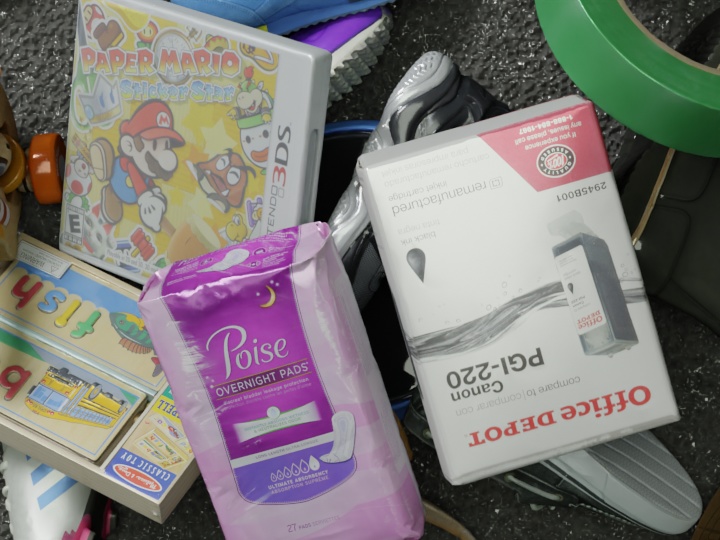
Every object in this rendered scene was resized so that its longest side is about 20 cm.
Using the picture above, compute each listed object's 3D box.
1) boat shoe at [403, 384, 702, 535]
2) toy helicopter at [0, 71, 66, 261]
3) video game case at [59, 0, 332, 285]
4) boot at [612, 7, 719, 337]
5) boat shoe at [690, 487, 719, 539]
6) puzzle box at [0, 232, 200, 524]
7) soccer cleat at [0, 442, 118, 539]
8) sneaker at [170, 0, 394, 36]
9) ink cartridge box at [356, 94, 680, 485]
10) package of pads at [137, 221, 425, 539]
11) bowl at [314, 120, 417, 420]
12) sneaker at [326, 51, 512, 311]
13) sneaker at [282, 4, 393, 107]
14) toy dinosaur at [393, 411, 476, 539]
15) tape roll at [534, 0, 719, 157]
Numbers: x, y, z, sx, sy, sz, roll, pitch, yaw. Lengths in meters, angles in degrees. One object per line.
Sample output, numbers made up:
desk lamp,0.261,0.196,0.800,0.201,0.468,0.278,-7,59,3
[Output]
boat shoe,0.120,0.116,1.528,0.200,0.072,0.071,31,124,-4
toy helicopter,-0.242,-0.043,1.512,0.079,0.132,0.200,-4,49,7
video game case,-0.108,-0.071,1.506,0.200,0.023,0.182,20,112,35
boot,0.235,-0.057,1.532,0.138,0.077,0.200,34,80,-13
boat shoe,0.243,0.226,1.513,0.073,0.063,0.200,7,84,31
puzzle box,-0.174,0.065,1.528,0.200,0.025,0.133,24,57,18
soccer cleat,-0.202,0.149,1.565,0.086,0.070,0.200,14,83,16
sneaker,-0.028,-0.205,1.530,0.200,0.066,0.078,-20,127,-15
ink cartridge box,0.093,0.011,1.430,0.146,0.085,0.200,-16,98,0
package of pads,-0.045,0.081,1.442,0.120,0.076,0.200,-16,105,9
bowl,0.000,0.000,1.560,0.200,0.039,0.201,0,87,6
sneaker,0.044,-0.028,1.499,0.114,0.075,0.200,26,92,4
sneaker,-0.078,-0.134,1.562,0.200,0.070,0.100,-34,81,3
toy dinosaur,0.011,0.140,1.545,0.200,0.106,0.060,15,50,10
tape roll,0.206,-0.163,1.466,0.200,0.048,0.201,11,54,-16
